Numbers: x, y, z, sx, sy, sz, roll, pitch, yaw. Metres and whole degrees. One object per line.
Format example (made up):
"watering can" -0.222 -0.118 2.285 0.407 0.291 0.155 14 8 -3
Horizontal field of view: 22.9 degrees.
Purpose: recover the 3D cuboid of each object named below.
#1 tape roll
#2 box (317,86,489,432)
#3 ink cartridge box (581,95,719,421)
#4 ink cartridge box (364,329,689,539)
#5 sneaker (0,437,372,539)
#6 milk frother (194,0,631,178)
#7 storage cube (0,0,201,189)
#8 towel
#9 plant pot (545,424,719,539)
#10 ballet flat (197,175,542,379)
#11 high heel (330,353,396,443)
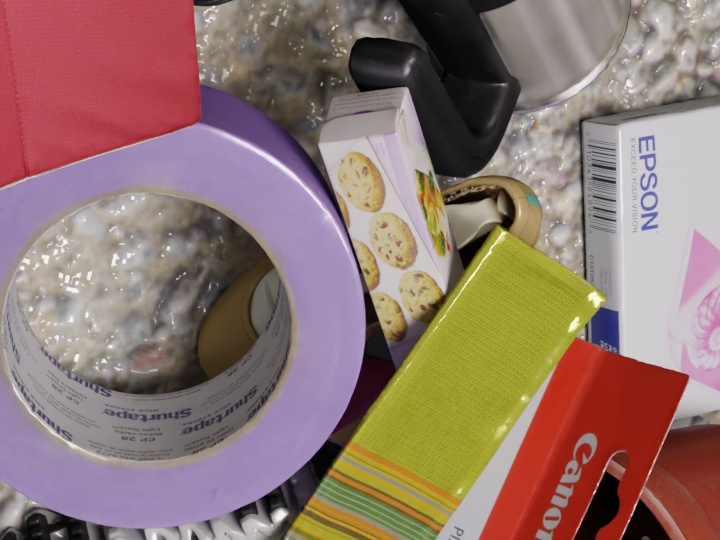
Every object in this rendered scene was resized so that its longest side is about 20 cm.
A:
"tape roll" -0.100 0.015 0.843 0.199 0.085 0.201 -2 109 -5
"box" 0.027 0.003 0.868 0.039 0.041 0.200 -76 155 -48
"ink cartridge box" 0.230 -0.011 1.132 0.200 0.043 0.197 -12 106 -30
"ink cartridge box" 0.061 0.097 0.944 0.047 0.200 0.160 30 82 -37
"sneaker" -0.084 0.143 0.914 0.199 0.075 0.081 -18 122 2
"milk frother" 0.013 -0.166 0.913 0.181 0.200 0.188 -54 152 -6
"storage cube" -0.183 -0.147 0.726 0.171 0.200 0.180 -23 131 -28
"towel" 0.039 0.077 0.872 0.086 0.018 0.200 29 98 -41
"plant pot" 0.166 0.177 1.033 0.195 0.200 0.201 -10 105 -49
"ballet flat" 0.000 0.000 0.927 0.200 0.063 0.069 -28 81 2
"high heel" -0.038 0.135 0.950 0.067 0.096 0.200 36 79 -33
